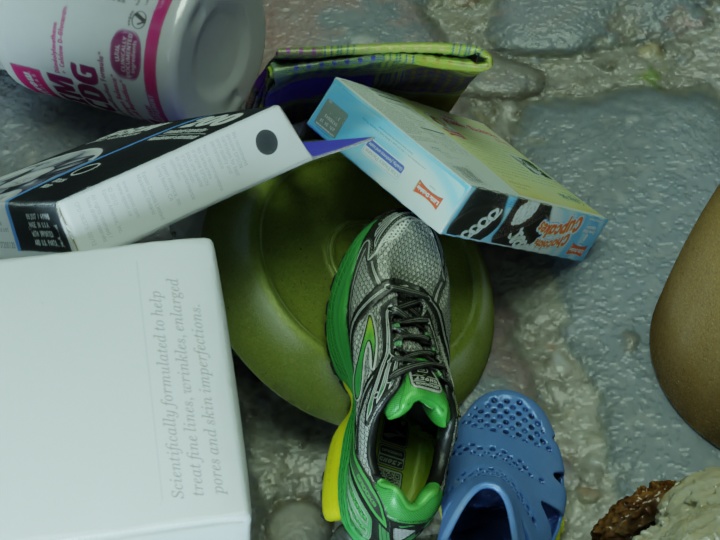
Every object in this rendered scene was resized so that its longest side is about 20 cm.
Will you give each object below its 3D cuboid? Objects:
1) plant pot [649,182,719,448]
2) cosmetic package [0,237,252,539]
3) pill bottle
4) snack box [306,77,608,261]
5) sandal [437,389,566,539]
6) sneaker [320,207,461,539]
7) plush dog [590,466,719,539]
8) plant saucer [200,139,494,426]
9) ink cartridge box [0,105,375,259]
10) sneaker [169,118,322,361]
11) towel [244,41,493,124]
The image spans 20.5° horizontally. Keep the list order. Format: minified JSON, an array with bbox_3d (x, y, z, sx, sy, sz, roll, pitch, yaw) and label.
[{"bbox_3d":[0.277,-0.014,1.174,0.184,0.201,0.188,1,49,-2],"label":"plant pot"},{"bbox_3d":[-0.145,0.112,1.042,0.163,0.201,0.166,-6,57,-8],"label":"cosmetic package"},{"bbox_3d":[-0.173,-0.166,1.331,0.198,0.114,0.114,17,50,28],"label":"pill bottle"},{"bbox_3d":[0.064,-0.059,1.229,0.116,0.037,0.199,41,16,27],"label":"snack box"},{"bbox_3d":[0.074,0.143,1.109,0.079,0.088,0.201,7,48,6],"label":"sandal"},{"bbox_3d":[0.029,0.058,1.121,0.077,0.085,0.202,10,68,-22],"label":"sneaker"},{"bbox_3d":[0.202,0.164,1.072,0.198,0.162,0.172,15,27,11],"label":"plush dog"},{"bbox_3d":[0.000,0.000,1.210,0.198,0.031,0.202,13,57,-21],"label":"plant saucer"},{"bbox_3d":[-0.124,-0.056,1.147,0.199,0.044,0.197,-24,13,-30],"label":"ink cartridge box"},{"bbox_3d":[-0.086,-0.016,1.261,0.086,0.075,0.201,4,44,24],"label":"sneaker"},{"bbox_3d":[0.003,-0.114,1.271,0.142,0.200,0.023,-3,84,-8],"label":"towel"}]
